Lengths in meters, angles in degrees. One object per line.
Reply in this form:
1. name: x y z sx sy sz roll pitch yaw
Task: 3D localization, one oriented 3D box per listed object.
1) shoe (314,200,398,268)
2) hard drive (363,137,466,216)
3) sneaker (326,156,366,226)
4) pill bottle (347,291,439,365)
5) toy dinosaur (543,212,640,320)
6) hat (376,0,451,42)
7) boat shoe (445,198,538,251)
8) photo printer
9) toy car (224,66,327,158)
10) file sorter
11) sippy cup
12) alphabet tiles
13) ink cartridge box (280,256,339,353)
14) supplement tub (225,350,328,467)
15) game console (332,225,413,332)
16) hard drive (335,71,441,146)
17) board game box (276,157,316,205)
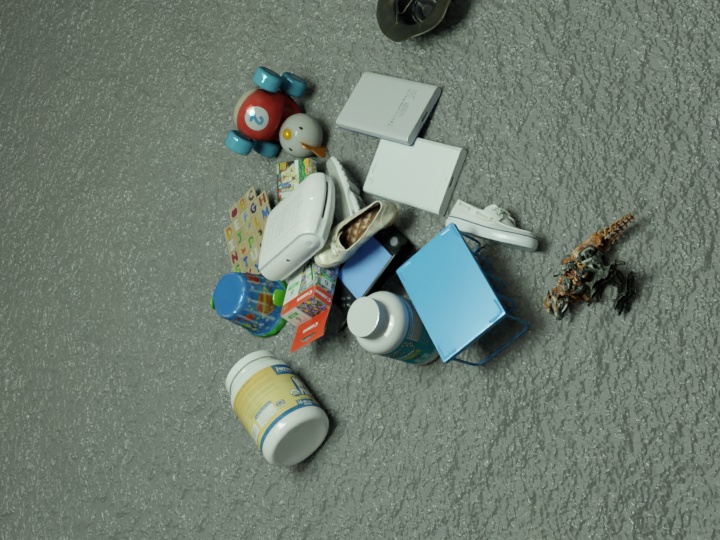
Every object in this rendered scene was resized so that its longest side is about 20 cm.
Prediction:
1. shoe: -0.018 -0.073 1.738 0.199 0.053 0.071 -36 71 21
2. hard drive: 0.104 -0.195 1.783 0.198 0.026 0.134 21 90 39
3. sneaker: -0.044 -0.151 1.837 0.081 0.075 0.202 -32 48 16
4. pill bottle: 0.062 0.101 1.619 0.110 0.199 0.113 -12 70 35
5. toy dinosaur: 0.377 -0.003 1.479 0.136 0.101 0.202 50 131 53
6. hat: 0.127 -0.529 1.828 0.199 0.081 0.203 -19 58 33
7. boat shoe: 0.235 -0.087 1.619 0.198 0.073 0.068 19 91 40
8. photo printer: -0.121 -0.091 1.805 0.200 0.069 0.168 -38 36 43
9. toy car: -0.155 -0.303 1.937 0.199 0.176 0.186 38 111 26
10. file sorter: 0.183 0.048 1.590 0.138 0.122 0.201 -40 57 21
11. sippy cup: -0.236 0.063 1.908 0.178 0.130 0.141 -42 55 22
12. alphabet tiles: -0.246 -0.079 2.017 0.166 0.006 0.202 -39 56 36
13. ink cartridge box: -0.105 0.055 1.802 0.108 0.050 0.202 -31 34 39
14. supplement tub: -0.168 0.269 1.786 0.145 0.144 0.200 -52 53 13
15. game console: 0.000 0.000 1.751 0.201 0.116 0.176 -52 53 13
16. hard drive: 0.055 -0.332 1.843 0.199 0.025 0.133 21 77 39
17. board game box: -0.134 -0.134 1.929 0.104 0.023 0.203 -5 85 36
